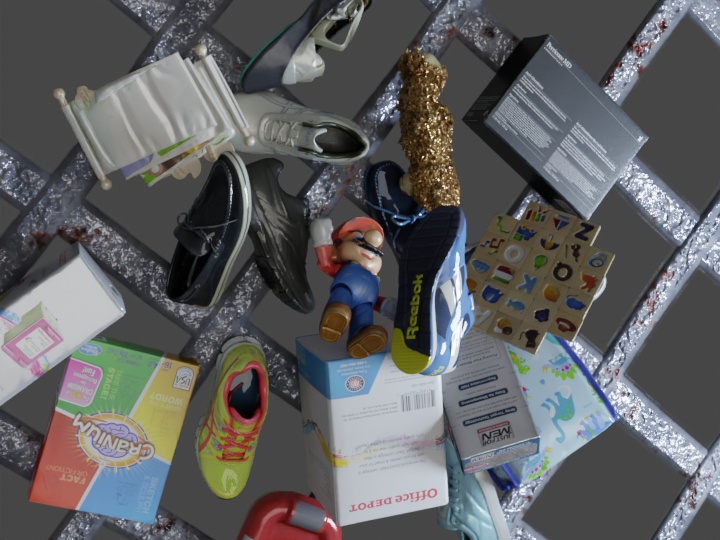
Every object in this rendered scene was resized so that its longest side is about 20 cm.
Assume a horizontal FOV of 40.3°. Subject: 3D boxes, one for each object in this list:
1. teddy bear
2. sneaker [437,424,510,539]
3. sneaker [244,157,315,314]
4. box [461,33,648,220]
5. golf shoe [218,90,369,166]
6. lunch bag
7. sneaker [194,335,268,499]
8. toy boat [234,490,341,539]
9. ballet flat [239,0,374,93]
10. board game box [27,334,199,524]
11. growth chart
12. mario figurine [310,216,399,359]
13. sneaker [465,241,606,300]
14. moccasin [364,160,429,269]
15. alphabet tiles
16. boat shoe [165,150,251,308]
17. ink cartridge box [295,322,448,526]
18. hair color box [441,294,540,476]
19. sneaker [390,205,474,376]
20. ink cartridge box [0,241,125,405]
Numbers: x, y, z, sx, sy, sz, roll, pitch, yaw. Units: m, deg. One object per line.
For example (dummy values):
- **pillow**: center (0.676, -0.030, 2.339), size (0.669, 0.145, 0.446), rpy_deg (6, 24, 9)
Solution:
- **teddy bear**: center (0.071, -0.166, 1.173), size (0.066, 0.145, 0.202), rpy_deg (-11, 116, -14)
- **sneaker**: center (0.135, 0.305, 1.312), size (0.081, 0.074, 0.202), rpy_deg (-28, 105, -16)
- **sneaker**: center (-0.091, -0.042, 1.184), size (0.090, 0.076, 0.202), rpy_deg (-30, 109, -19)
- **box**: center (0.253, -0.184, 1.274), size (0.200, 0.079, 0.142), rpy_deg (40, 88, -19)
- **golf shoe**: center (-0.081, -0.167, 1.154), size (0.198, 0.097, 0.079), rpy_deg (5, 99, -18)
- **lunch bag**: center (0.205, 0.160, 1.288), size (0.169, 0.128, 0.201), rpy_deg (-32, 81, -12)
- **sneaker**: center (-0.152, 0.185, 1.187), size (0.077, 0.090, 0.202), rpy_deg (4, 99, -21)
- **toy boat**: center (-0.096, 0.383, 1.215), size (0.130, 0.131, 0.202), rpy_deg (23, 90, -20)
- **ballet flat**: center (-0.055, -0.270, 1.149), size (0.073, 0.073, 0.200), rpy_deg (46, 75, -19)
- **board game box**: center (-0.292, 0.187, 1.166), size (0.152, 0.040, 0.202), rpy_deg (16, 93, -20)
- **growth chart**: center (-0.231, -0.167, 1.115), size (0.198, 0.018, 0.146), rpy_deg (-18, 107, 4)
- **mario figurine**: center (0.000, 0.000, 1.160), size (0.105, 0.201, 0.124), rpy_deg (-13, 128, 11)
- **sneaker**: center (0.223, 0.004, 1.276), size (0.198, 0.108, 0.071), rpy_deg (4, 97, -19)
- **moccasin**: center (0.072, -0.047, 1.238), size (0.080, 0.068, 0.201), rpy_deg (-31, 106, -12)
- **alphabet tiles**: center (0.216, 0.005, 1.234), size (0.201, 0.165, 0.006), rpy_deg (-58, 155, -23)
- **boat shoe**: center (-0.176, -0.042, 1.124), size (0.062, 0.075, 0.201), rpy_deg (-5, 127, -41)
- **ink cartridge box**: center (0.012, 0.184, 1.212), size (0.145, 0.146, 0.202), rpy_deg (-7, 100, -18)
- **hair color box**: center (0.142, 0.139, 1.209), size (0.099, 0.201, 0.061), rpy_deg (-16, 148, -1)
- **sneaker**: center (0.090, 0.026, 1.127), size (0.082, 0.074, 0.202), rpy_deg (22, 76, -43)
- **ink cartridge box**: center (-0.362, 0.062, 1.067), size (0.199, 0.144, 0.085), rpy_deg (-36, 106, -10)
